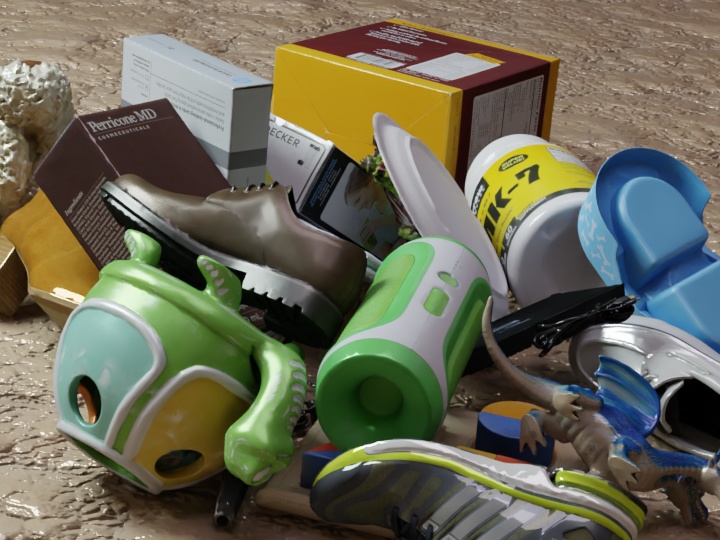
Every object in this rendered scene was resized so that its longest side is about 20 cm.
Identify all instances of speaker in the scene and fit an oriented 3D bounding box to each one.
[{"bbox_3d":[0.031,0.047,1.276,0.088,0.089,0.200,10,24,10],"label":"speaker"}]

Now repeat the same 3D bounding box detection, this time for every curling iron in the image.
[{"bbox_3d":[-0.065,0.114,1.309,0.049,0.026,0.200,7,20,11],"label":"curling iron"}]

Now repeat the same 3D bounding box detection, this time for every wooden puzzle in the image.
[{"bbox_3d":[0.049,0.120,1.298,0.184,0.047,0.200,12,21,16],"label":"wooden puzzle"}]

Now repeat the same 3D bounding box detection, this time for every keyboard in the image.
[{"bbox_3d":[0.119,0.046,1.415,0.199,0.021,0.127,-23,8,-39],"label":"keyboard"}]

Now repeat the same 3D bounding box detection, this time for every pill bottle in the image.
[{"bbox_3d":[0.154,-0.039,1.657,0.114,0.115,0.200,1,20,-12],"label":"pill bottle"}]

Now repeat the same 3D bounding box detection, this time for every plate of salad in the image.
[{"bbox_3d":[0.057,-0.031,1.539,0.048,0.200,0.200,-31,15,14],"label":"plate of salad"}]

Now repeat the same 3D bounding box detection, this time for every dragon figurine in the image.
[{"bbox_3d":[0.154,0.096,1.280,0.200,0.059,0.099,44,31,14],"label":"dragon figurine"}]

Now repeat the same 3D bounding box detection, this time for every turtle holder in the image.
[{"bbox_3d":[-0.108,0.075,1.254,0.185,0.132,0.141,30,-16,15],"label":"turtle holder"}]

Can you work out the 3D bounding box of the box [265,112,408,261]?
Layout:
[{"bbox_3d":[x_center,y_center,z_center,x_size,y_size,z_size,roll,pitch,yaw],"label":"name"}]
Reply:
[{"bbox_3d":[-0.029,-0.061,1.595,0.116,0.060,0.200,28,-3,33],"label":"box"}]

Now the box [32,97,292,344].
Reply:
[{"bbox_3d":[-0.130,-0.021,1.415,0.200,0.075,0.100,51,36,14],"label":"box"}]

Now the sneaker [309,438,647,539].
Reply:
[{"bbox_3d":[0.062,0.152,1.161,0.199,0.074,0.081,6,61,18],"label":"sneaker"}]

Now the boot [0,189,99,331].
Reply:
[{"bbox_3d":[-0.192,-0.020,1.479,0.200,0.071,0.144,16,63,39],"label":"boot"}]

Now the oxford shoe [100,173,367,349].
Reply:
[{"bbox_3d":[-0.081,-0.023,1.312,0.199,0.073,0.085,25,70,21],"label":"oxford shoe"}]

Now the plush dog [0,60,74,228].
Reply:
[{"bbox_3d":[-0.310,-0.059,1.594,0.171,0.161,0.200,-25,1,-31],"label":"plush dog"}]

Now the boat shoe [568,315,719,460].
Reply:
[{"bbox_3d":[0.223,0.085,1.400,0.199,0.074,0.065,19,20,35],"label":"boat shoe"}]

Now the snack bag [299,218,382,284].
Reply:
[{"bbox_3d":[0.000,0.000,1.522,0.188,0.021,0.200,31,-2,-43],"label":"snack bag"}]

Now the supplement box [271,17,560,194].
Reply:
[{"bbox_3d":[0.050,-0.141,1.875,0.196,0.134,0.200,18,23,31],"label":"supplement box"}]

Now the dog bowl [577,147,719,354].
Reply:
[{"bbox_3d":[0.241,0.003,1.515,0.111,0.050,0.200,-25,75,-36],"label":"dog bowl"}]

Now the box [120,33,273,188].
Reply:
[{"bbox_3d":[-0.130,-0.063,1.517,0.041,0.201,0.156,-11,26,-36],"label":"box"}]
